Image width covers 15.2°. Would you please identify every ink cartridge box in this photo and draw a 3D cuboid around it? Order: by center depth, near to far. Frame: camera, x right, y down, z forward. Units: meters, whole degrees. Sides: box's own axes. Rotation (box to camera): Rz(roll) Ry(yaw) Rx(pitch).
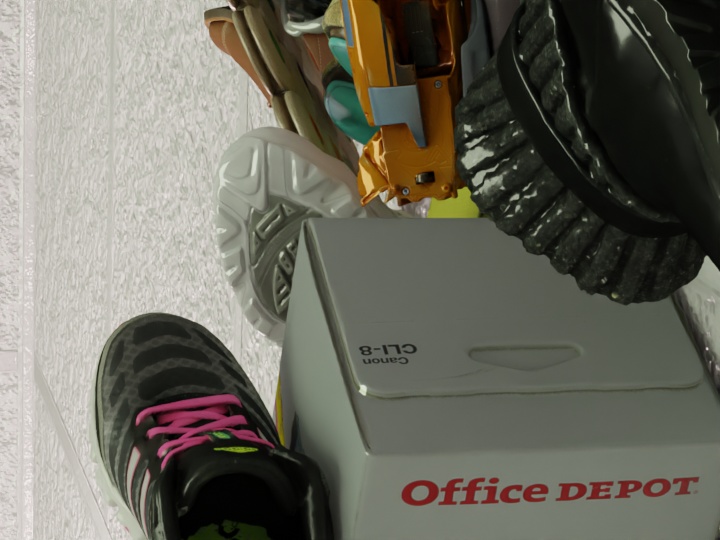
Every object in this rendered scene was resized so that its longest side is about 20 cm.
[{"bbox_3d":[0.045,0.096,1.060,0.145,0.145,0.201,-107,21,-50],"label":"ink cartridge box"}]

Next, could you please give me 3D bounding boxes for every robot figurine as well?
[{"bbox_3d":[0.020,-0.130,1.165,0.145,0.058,0.201,-18,-80,-76],"label":"robot figurine"}]

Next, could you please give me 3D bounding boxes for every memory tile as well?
[{"bbox_3d":[-0.029,-0.089,1.396,0.154,0.017,0.200,66,-175,18],"label":"memory tile"}]

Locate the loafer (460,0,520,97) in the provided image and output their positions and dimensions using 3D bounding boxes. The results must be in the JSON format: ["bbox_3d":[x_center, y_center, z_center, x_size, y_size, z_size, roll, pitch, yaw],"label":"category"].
[{"bbox_3d":[0.076,-0.122,1.133,0.072,0.063,0.201,46,-140,-64],"label":"loafer"}]

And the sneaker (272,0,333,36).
[{"bbox_3d":[-0.015,-0.151,1.385,0.073,0.071,0.200,59,171,13],"label":"sneaker"}]

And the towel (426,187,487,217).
[{"bbox_3d":[0.059,-0.070,1.273,0.086,0.018,0.200,-100,15,-45],"label":"towel"}]

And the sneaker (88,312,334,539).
[{"bbox_3d":[-0.051,0.081,0.998,0.088,0.073,0.200,103,155,-46],"label":"sneaker"}]

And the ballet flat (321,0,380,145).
[{"bbox_3d":[0.018,-0.110,1.325,0.200,0.070,0.071,80,-174,-78],"label":"ballet flat"}]

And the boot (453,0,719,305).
[{"bbox_3d":[0.109,-0.024,0.856,0.158,0.079,0.212,111,141,-53],"label":"boot"}]

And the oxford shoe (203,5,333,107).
[{"bbox_3d":[-0.051,-0.128,1.628,0.200,0.071,0.072,-153,58,-74],"label":"oxford shoe"}]

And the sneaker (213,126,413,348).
[{"bbox_3d":[0.000,0.000,1.225,0.200,0.078,0.100,49,-159,-31],"label":"sneaker"}]
